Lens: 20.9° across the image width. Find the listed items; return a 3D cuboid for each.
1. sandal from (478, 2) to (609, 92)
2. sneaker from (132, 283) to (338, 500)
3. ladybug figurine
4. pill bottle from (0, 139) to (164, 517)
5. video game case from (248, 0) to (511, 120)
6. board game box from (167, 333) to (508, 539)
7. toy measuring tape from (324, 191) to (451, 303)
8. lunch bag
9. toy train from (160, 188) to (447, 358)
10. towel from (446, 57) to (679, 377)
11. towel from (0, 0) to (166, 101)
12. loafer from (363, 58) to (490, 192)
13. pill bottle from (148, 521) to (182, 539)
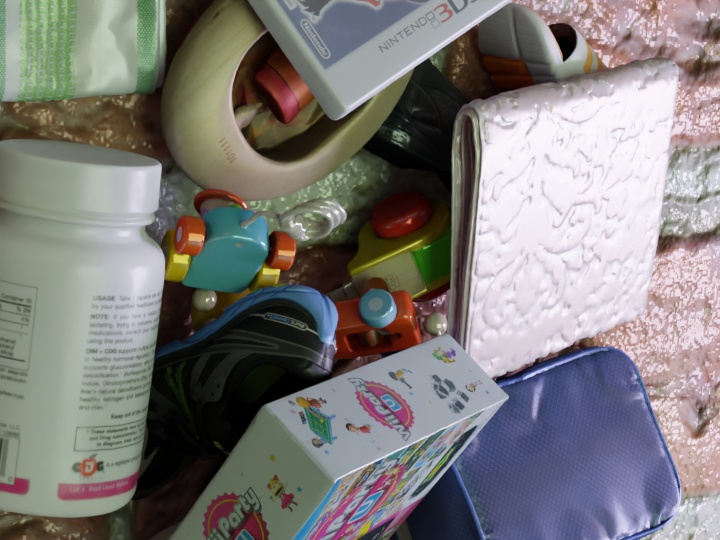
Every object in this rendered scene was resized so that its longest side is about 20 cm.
[{"bbox_3d":[0.144,-0.114,1.342,0.059,0.079,0.207,-43,131,-17],"label":"sandal"},{"bbox_3d":[-0.090,0.084,1.173,0.071,0.083,0.199,29,128,-36],"label":"sneaker"},{"bbox_3d":[-0.045,-0.127,1.200,0.200,0.072,0.136,-39,121,-21],"label":"ladybug figurine"},{"bbox_3d":[-0.173,0.031,1.124,0.113,0.113,0.201,2,101,-36],"label":"pill bottle"},{"bbox_3d":[-0.008,-0.215,1.168,0.182,0.023,0.200,-37,93,-32],"label":"video game case"},{"bbox_3d":[-0.018,0.125,1.158,0.200,0.064,0.148,-18,149,-55],"label":"board game box"},{"bbox_3d":[0.000,0.000,1.286,0.199,0.074,0.074,-25,117,-3],"label":"toy measuring tape"},{"bbox_3d":[0.111,0.140,1.341,0.200,0.132,0.136,-15,82,-33],"label":"lunch bag"},{"bbox_3d":[-0.038,0.000,1.189,0.200,0.150,0.056,58,23,-55],"label":"toy train"},{"bbox_3d":[0.130,-0.036,1.283,0.200,0.032,0.192,-18,121,-42],"label":"towel"},{"bbox_3d":[-0.199,-0.168,1.107,0.199,0.031,0.150,-7,105,-34],"label":"towel"},{"bbox_3d":[0.084,-0.083,1.307,0.200,0.073,0.073,28,81,-38],"label":"loafer"},{"bbox_3d":[-0.070,0.262,1.254,0.112,0.112,0.200,-41,120,-20],"label":"pill bottle"}]
